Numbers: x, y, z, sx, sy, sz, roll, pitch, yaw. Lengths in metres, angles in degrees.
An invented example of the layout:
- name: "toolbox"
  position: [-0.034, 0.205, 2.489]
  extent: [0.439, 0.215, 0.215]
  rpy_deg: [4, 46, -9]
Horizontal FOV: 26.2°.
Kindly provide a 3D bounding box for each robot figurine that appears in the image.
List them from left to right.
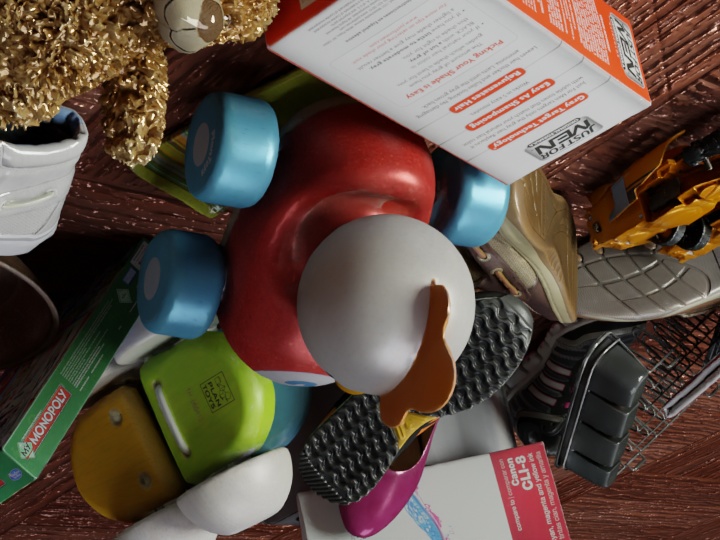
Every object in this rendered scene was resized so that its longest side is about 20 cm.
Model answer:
- name: "robot figurine"
  position: [0.250, -0.069, 1.031]
  extent: [0.144, 0.059, 0.200]
  rpy_deg: [7, 149, -38]

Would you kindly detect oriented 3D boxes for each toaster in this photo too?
- name: "toaster"
  position: [0.023, 0.138, 1.289]
  extent: [0.180, 0.119, 0.200]
  rpy_deg: [11, 146, -43]

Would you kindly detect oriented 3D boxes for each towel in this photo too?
- name: "towel"
  position: [-0.033, -0.087, 0.899]
  extent: [0.199, 0.018, 0.086]
  rpy_deg: [-25, 154, 24]
- name: "towel"
  position: [0.325, 0.032, 1.209]
  extent: [0.200, 0.023, 0.144]
  rpy_deg: [-32, 165, -37]

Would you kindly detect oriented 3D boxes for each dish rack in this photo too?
- name: "dish rack"
  position: [0.246, 0.078, 1.252]
  extent: [0.200, 0.054, 0.154]
  rpy_deg: [-36, 150, -33]

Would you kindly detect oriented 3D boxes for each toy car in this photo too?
- name: "toy car"
  position: [-0.114, 0.105, 1.104]
  extent: [0.150, 0.176, 0.200]
  rpy_deg: [-13, 163, -49]
- name: "toy car"
  position: [-0.001, 0.020, 0.843]
  extent: [0.183, 0.200, 0.178]
  rpy_deg: [10, 120, -26]

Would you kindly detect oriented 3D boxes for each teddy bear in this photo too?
- name: "teddy bear"
  position: [-0.135, -0.111, 0.699]
  extent: [0.199, 0.067, 0.146]
  rpy_deg: [1, 115, -5]

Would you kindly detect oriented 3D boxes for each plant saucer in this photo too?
- name: "plant saucer"
  position: [-0.281, 0.010, 0.931]
  extent: [0.199, 0.037, 0.201]
  rpy_deg: [-1, 152, -1]

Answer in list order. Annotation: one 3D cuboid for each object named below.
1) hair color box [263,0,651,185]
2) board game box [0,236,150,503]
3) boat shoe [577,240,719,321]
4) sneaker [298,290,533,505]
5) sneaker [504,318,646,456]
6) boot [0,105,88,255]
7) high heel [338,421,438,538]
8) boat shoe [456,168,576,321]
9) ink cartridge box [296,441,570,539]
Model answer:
- name: "hair color box"
  position: [0.051, -0.121, 0.794]
  extent: [0.101, 0.062, 0.200]
  rpy_deg: [-28, 145, 31]
- name: "board game box"
  position: [-0.203, 0.076, 0.977]
  extent: [0.029, 0.200, 0.134]
  rpy_deg: [44, 130, -16]
- name: "boat shoe"
  position: [0.240, 0.006, 1.170]
  extent: [0.199, 0.076, 0.072]
  rpy_deg: [-9, 158, -5]
- name: "sneaker"
  position: [0.039, 0.074, 1.070]
  extent: [0.200, 0.070, 0.090]
  rpy_deg: [-43, -174, 20]
- name: "sneaker"
  position: [0.185, 0.096, 1.304]
  extent: [0.073, 0.088, 0.200]
  rpy_deg: [-5, 152, -32]
- name: "boot"
  position: [-0.244, -0.061, 0.807]
  extent: [0.199, 0.074, 0.096]
  rpy_deg: [0, 141, -33]
- name: "high heel"
  position: [0.032, 0.095, 1.137]
  extent: [0.067, 0.201, 0.096]
  rpy_deg: [18, 158, -1]
- name: "boat shoe"
  position: [0.100, -0.018, 1.049]
  extent: [0.072, 0.073, 0.200]
  rpy_deg: [-4, 159, 20]
- name: "ink cartridge box"
  position: [0.058, 0.240, 1.204]
  extent: [0.199, 0.145, 0.145]
  rpy_deg: [-11, 155, -5]
